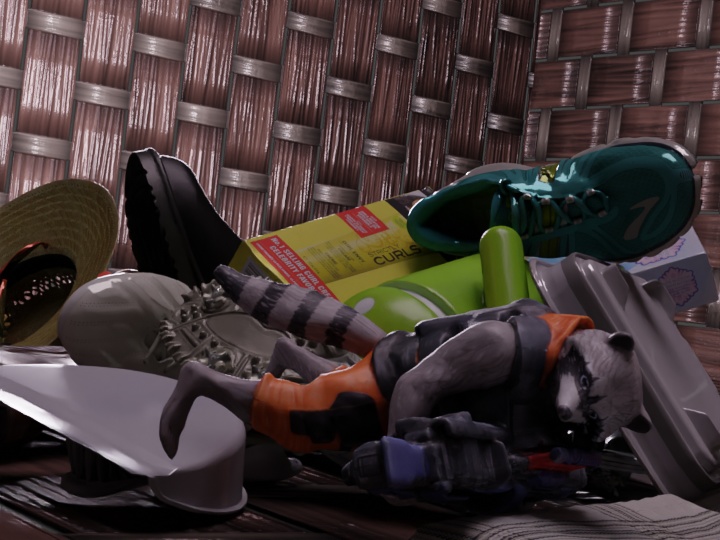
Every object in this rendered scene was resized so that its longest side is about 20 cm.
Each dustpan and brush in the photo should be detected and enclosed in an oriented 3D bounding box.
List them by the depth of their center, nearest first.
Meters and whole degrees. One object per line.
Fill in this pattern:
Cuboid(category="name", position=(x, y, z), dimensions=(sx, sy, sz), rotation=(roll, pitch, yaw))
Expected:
Cuboid(category="dustpan and brush", position=(-0.087, 0.086, 0.702), dimensions=(0.139, 0.058, 0.199), rotation=(20, 13, 34))

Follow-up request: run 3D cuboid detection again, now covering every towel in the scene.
Cuboid(category="towel", position=(0.150, 0.117, 0.541), dimensions=(0.199, 0.035, 0.192), rotation=(8, -2, -42))

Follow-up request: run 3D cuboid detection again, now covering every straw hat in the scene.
Cuboid(category="straw hat", position=(-0.235, 0.032, 1.062), dimensions=(0.200, 0.202, 0.085), rotation=(6, -34, 40))

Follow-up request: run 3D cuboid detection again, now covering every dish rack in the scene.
Cuboid(category="dish rack", position=(0.181, 0.061, 0.876), dimensions=(0.043, 0.172, 0.200), rotation=(-35, -17, 16))

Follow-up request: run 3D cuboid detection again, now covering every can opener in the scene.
Cuboid(category="can opener", position=(0.158, 0.110, 0.952), dimensions=(0.052, 0.067, 0.200), rotation=(10, -5, 6))

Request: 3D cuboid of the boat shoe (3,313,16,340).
Cuboid(category="boat shoe", position=(-0.354, 0.045, 1.114), dimensions=(0.198, 0.065, 0.071), rotation=(7, -1, -14))

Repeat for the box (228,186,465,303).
Cuboid(category="box", position=(0.000, 0.000, 0.957), dimensions=(0.075, 0.050, 0.199), rotation=(46, 37, 20))

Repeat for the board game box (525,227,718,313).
Cuboid(category="board game box", position=(0.147, -0.008, 1.084), dimensions=(0.198, 0.041, 0.200), rotation=(-17, 23, 7))

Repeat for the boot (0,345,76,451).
Cuboid(category="boot", position=(-0.223, 0.058, 0.839), dimensions=(0.185, 0.065, 0.200), rotation=(21, 7, 17))

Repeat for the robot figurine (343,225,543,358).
Cuboid(category="robot figurine", position=(0.054, 0.056, 0.884), dimensions=(0.199, 0.116, 0.175), rotation=(-16, -18, -43))

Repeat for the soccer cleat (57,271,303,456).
Cuboid(category="soccer cleat", position=(-0.093, 0.056, 0.844), dimensions=(0.077, 0.070, 0.200), rotation=(38, 3, 38))

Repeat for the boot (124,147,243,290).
Cuboid(category="boot", position=(-0.065, -0.001, 1.013), dimensions=(0.157, 0.212, 0.079), rotation=(-19, -8, -29))

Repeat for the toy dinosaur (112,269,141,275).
Cuboid(category="toy dinosaur", position=(-0.152, 0.028, 1.100), dimensions=(0.058, 0.102, 0.200), rotation=(15, -32, -1))

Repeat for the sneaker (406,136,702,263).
Cuboid(category="sneaker", position=(0.119, -0.035, 0.911), dimensions=(0.199, 0.078, 0.079), rotation=(-9, 2, 38))

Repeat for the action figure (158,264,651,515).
Cuboid(category="action figure", position=(0.018, 0.044, 0.582), dimensions=(0.192, 0.106, 0.200), rotation=(-1, -10, 19))

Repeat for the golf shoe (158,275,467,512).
Cuboid(category="golf shoe", position=(-0.019, 0.072, 0.755), dimensions=(0.199, 0.078, 0.098), rotation=(22, -36, 29))
